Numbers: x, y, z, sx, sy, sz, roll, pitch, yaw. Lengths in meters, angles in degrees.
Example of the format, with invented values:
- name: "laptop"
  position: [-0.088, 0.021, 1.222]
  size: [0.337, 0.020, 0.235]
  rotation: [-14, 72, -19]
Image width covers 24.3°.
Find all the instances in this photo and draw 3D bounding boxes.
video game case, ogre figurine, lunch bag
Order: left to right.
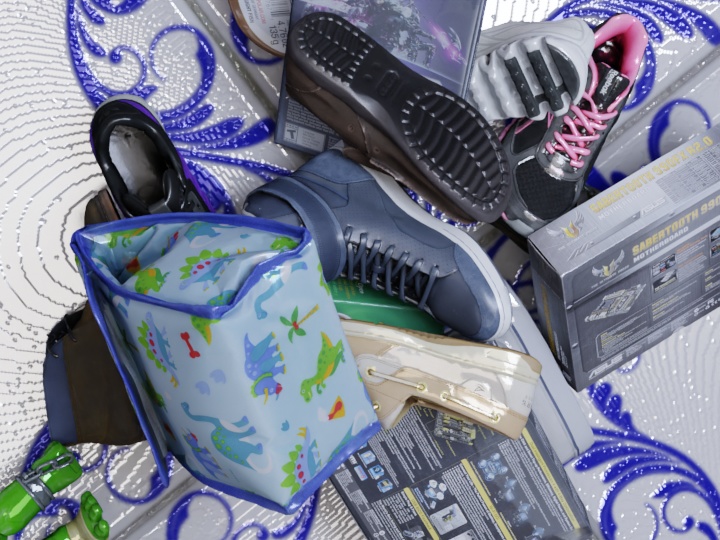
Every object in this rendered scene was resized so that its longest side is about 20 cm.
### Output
- name: "ogre figurine"
  position: [-0.241, 0.246, 1.269]
  size: [0.119, 0.098, 0.202]
  rotation: [-23, 127, -20]
- name: "lunch bag"
  position: [-0.109, 0.055, 1.145]
  size: [0.127, 0.199, 0.171]
  rotation: [-38, 124, -33]
- name: "video game case"
  position: [0.013, -0.158, 1.226]
  size: [0.141, 0.019, 0.202]
  rotation: [19, 128, 11]

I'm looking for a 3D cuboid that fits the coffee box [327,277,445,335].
- name: "coffee box"
  position: [-0.041, 0.058, 1.269]
  size: [0.198, 0.044, 0.124]
  rotation: [4, 124, -14]

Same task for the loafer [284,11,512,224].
- name: "loafer"
  position: [0.025, -0.104, 1.211]
  size: [0.200, 0.071, 0.073]
  rotation: [42, 57, 2]

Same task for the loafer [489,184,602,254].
- name: "loafer"
  position: [0.145, -0.046, 1.311]
  size: [0.198, 0.063, 0.073]
  rotation: [24, 90, -10]

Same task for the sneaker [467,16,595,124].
- name: "sneaker"
  position: [0.087, -0.147, 1.264]
  size: [0.198, 0.081, 0.076]
  rotation: [-5, 123, 31]

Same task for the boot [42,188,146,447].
- name: "boot"
  position: [-0.205, 0.044, 1.257]
  size: [0.096, 0.075, 0.202]
  rotation: [-12, 106, -5]

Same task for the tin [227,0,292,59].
- name: "tin"
  position: [-0.005, -0.212, 1.238]
  size: [0.198, 0.042, 0.113]
  rotation: [-2, 128, 18]

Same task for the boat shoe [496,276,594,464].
- name: "boat shoe"
  position: [0.112, 0.072, 1.313]
  size: [0.065, 0.074, 0.201]
  rotation: [-33, 98, -8]

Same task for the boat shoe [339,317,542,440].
- name: "boat shoe"
  position: [0.027, 0.078, 1.187]
  size: [0.198, 0.074, 0.070]
  rotation: [9, 81, 11]

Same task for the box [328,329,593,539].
- name: "box"
  position: [0.067, 0.155, 1.284]
  size: [0.160, 0.049, 0.201]
  rotation: [-26, 115, 10]

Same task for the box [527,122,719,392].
- name: "box"
  position: [0.228, -0.012, 1.280]
  size: [0.199, 0.048, 0.159]
  rotation: [-31, 142, -9]

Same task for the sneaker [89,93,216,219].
- name: "sneaker"
  position: [-0.143, -0.038, 1.249]
  size: [0.069, 0.100, 0.201]
  rotation: [-33, 99, -2]

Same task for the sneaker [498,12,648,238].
- name: "sneaker"
  position: [0.163, -0.116, 1.258]
  size: [0.079, 0.095, 0.201]
  rotation: [32, 63, -11]

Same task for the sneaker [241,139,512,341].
- name: "sneaker"
  position: [-0.001, 0.001, 1.194]
  size: [0.146, 0.077, 0.202]
  rotation: [-27, 58, -39]
